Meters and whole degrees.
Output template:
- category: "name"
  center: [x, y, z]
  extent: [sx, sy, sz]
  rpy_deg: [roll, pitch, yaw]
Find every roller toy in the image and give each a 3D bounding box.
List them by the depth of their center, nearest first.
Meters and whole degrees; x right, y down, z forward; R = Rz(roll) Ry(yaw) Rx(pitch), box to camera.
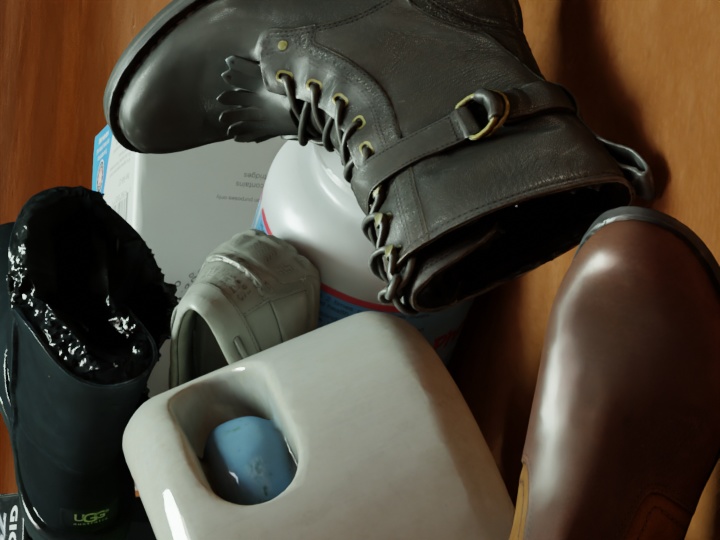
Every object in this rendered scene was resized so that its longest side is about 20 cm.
- category: "roller toy"
  center: [-0.014, 0.122, 0.891]
  extent: [0.200, 0.139, 0.184]
  rpy_deg: [99, 149, -76]

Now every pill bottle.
- category: "pill bottle"
  center: [0.000, 0.000, 1.031]
  extent: [0.201, 0.108, 0.109]
  rpy_deg: [110, 158, -44]

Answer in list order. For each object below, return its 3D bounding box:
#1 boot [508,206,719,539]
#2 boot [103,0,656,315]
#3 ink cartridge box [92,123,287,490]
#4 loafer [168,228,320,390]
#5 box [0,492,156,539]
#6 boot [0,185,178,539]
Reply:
- category: "boot"
  center: [0.054, 0.098, 0.694]
  extent: [0.200, 0.068, 0.189]
  rpy_deg: [-47, -25, -55]
- category: "boot"
  center: [0.000, -0.051, 0.882]
  extent: [0.069, 0.199, 0.175]
  rpy_deg: [62, -172, -47]
- category: "ink cartridge box"
  center: [-0.068, 0.020, 1.209]
  extent: [0.147, 0.143, 0.202]
  rpy_deg: [162, 112, -73]
- category: "loafer"
  center: [-0.061, 0.074, 1.001]
  extent: [0.070, 0.070, 0.201]
  rpy_deg: [26, 132, 29]
- category: "box"
  center: [-0.093, 0.218, 1.147]
  extent: [0.050, 0.199, 0.200]
  rpy_deg: [-16, 70, 57]
- category: "boot"
  center: [-0.140, 0.014, 1.053]
  extent: [0.169, 0.076, 0.201]
  rpy_deg: [106, 152, -49]
